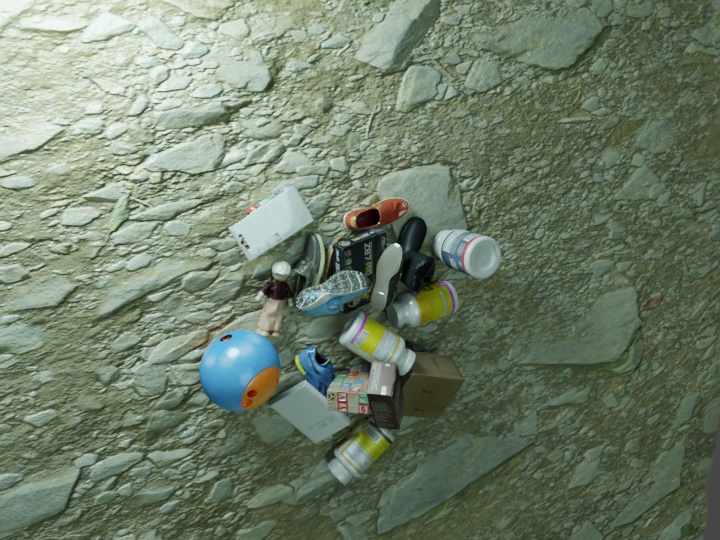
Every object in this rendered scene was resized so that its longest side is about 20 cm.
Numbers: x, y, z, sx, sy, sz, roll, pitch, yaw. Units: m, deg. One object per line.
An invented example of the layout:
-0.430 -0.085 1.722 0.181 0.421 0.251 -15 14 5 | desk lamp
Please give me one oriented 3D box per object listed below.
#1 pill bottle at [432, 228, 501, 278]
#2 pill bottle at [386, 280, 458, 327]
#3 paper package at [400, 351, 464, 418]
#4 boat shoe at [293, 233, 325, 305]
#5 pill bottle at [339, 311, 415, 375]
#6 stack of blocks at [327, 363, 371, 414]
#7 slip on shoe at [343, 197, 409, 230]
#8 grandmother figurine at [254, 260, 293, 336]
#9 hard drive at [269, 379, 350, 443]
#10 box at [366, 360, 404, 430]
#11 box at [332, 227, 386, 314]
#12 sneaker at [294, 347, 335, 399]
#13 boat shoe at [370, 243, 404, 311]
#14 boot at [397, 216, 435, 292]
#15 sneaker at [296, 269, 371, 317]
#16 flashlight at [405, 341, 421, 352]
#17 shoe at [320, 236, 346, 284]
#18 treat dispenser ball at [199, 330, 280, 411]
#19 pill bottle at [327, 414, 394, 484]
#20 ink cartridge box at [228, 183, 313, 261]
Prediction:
0.297 -0.055 1.664 0.119 0.200 0.120 -7 106 -24 | pill bottle
0.180 0.103 1.703 0.199 0.104 0.105 -16 110 -22 | pill bottle
0.177 0.343 1.732 0.199 0.104 0.191 10 123 -28 | paper package
-0.140 0.002 1.537 0.066 0.072 0.202 -1 105 -31 | boat shoe
0.049 0.204 1.583 0.200 0.104 0.104 34 87 -11 | pill bottle
-0.012 0.324 1.615 0.115 0.200 0.059 2 103 13 | stack of blocks
0.051 -0.153 1.600 0.199 0.061 0.074 -17 108 -23 | slip on shoe
-0.227 0.071 1.526 0.121 0.060 0.201 9 97 -56 | grandmother figurine
-0.141 0.400 1.634 0.132 0.027 0.200 -32 120 18 | hard drive
0.069 0.338 1.555 0.075 0.100 0.200 4 140 12 | box
0.000 0.000 1.583 0.161 0.049 0.201 -23 124 -37 | box
-0.099 0.295 1.624 0.078 0.066 0.200 -27 116 16 | sneaker
0.078 0.018 1.592 0.057 0.067 0.201 -13 124 -59 | boat shoe
0.162 -0.045 1.620 0.076 0.168 0.201 30 89 -30 | boot
-0.063 0.065 1.513 0.199 0.079 0.090 -20 137 12 | sneaker
0.092 0.223 1.717 0.199 0.068 0.068 16 121 -32 | flashlight
-0.085 0.000 1.573 0.070 0.053 0.201 11 99 -47 | shoe
-0.299 0.250 1.451 0.200 0.201 0.202 -7 106 -24 | treat dispenser ball
-0.002 0.533 1.720 0.200 0.109 0.109 -44 117 -9 | pill bottle
-0.231 -0.123 1.476 0.200 0.050 0.109 -35 116 -13 | ink cartridge box
